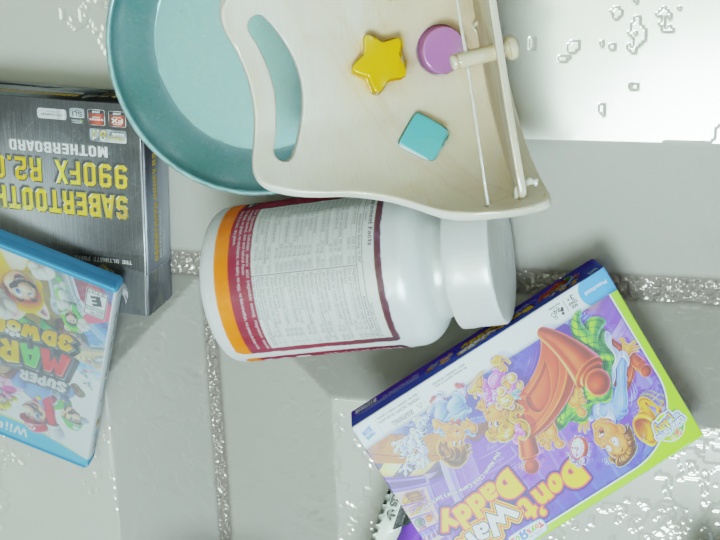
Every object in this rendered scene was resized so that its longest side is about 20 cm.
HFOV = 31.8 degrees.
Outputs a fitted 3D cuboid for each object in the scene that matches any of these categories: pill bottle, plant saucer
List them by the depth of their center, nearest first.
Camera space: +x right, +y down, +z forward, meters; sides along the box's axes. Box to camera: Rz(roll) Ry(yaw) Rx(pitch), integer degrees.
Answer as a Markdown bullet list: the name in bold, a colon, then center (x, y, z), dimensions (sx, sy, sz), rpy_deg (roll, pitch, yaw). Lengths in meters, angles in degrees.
- **plant saucer**: center (-0.072, -0.153, 0.857), dimensions (0.197, 0.036, 0.202), rpy_deg (2, 107, 6)
- **pill bottle**: center (0.000, 0.000, 0.858), dimensions (0.198, 0.110, 0.111), rpy_deg (-6, 106, 18)

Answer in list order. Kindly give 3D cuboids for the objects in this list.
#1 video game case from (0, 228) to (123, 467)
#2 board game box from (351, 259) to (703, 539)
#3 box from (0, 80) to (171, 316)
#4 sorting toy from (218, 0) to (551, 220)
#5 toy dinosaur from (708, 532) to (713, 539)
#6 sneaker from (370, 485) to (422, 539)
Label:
- **video game case**: center (-0.260, 0.057, 0.965), dimensions (0.142, 0.018, 0.201), rpy_deg (21, 130, 2)
- **board game box**: center (0.111, 0.104, 0.860), dimensions (0.199, 0.045, 0.135), rpy_deg (-33, 97, 4)
- **box**: center (-0.242, -0.057, 0.944), dimensions (0.198, 0.048, 0.160), rpy_deg (7, 109, 14)
- **sorting toy**: center (0.009, -0.127, 0.785), dimensions (0.178, 0.107, 0.202), rpy_deg (-11, 105, -3)
- **toy dinosaur**: center (0.207, 0.270, 0.916), dimensions (0.200, 0.077, 0.103), rpy_deg (-40, 81, 29)
- **sneaker**: center (0.054, 0.217, 0.935), dimensions (0.099, 0.070, 0.202), rpy_deg (19, 112, 7)
